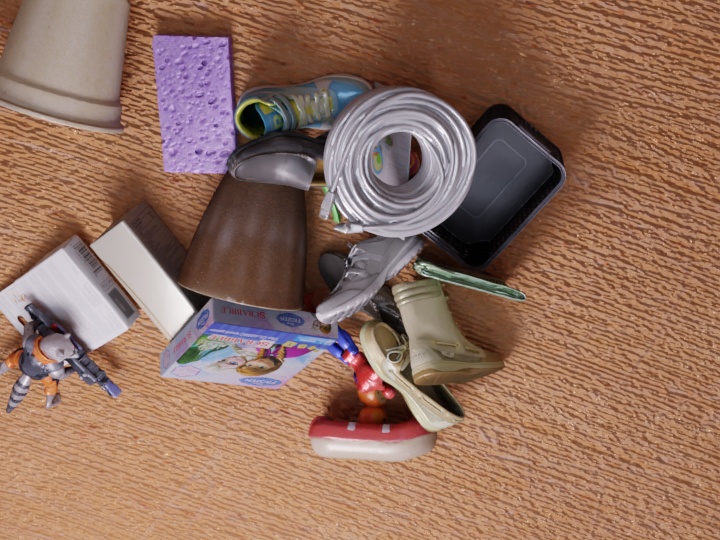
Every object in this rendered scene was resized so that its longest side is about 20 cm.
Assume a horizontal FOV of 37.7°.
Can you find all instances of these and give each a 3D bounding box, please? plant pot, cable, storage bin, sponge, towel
[{"bbox_3d":[-0.151,-0.062,1.514,0.186,0.187,0.201,13,96,1],"label":"plant pot"},{"bbox_3d":[0.050,-0.143,1.389,0.199,0.069,0.201,7,105,-12],"label":"cable"},{"bbox_3d":[0.179,-0.117,1.487,0.135,0.094,0.200,38,110,-8],"label":"storage bin"},{"bbox_3d":[-0.401,-0.306,1.444,0.200,0.200,0.184,17,101,0],"label":"plant pot"},{"bbox_3d":[-0.236,-0.239,1.523,0.111,0.030,0.201,1,111,6],"label":"sponge"},{"bbox_3d":[0.147,0.009,1.486,0.152,0.200,0.023,16,92,0],"label":"towel"}]

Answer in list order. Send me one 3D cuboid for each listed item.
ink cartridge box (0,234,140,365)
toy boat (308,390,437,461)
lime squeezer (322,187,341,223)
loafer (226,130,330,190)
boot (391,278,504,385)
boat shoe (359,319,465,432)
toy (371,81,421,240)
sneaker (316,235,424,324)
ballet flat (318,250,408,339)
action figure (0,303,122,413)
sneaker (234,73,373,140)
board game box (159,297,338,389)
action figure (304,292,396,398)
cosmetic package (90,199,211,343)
[{"bbox_3d":[-0.465,0.055,1.667,0.200,0.057,0.163,-27,107,37],"label":"ink cartridge box"},{"bbox_3d":[0.022,0.227,1.639,0.199,0.131,0.131,2,82,6],"label":"toy boat"},{"bbox_3d":[-0.037,-0.160,1.514,0.070,0.038,0.201,30,125,14],"label":"lime squeezer"},{"bbox_3d":[-0.080,-0.143,1.425,0.199,0.072,0.073,-9,146,-21],"label":"loafer"},{"bbox_3d":[0.130,0.089,1.567,0.073,0.200,0.156,-31,68,38],"label":"boot"},{"bbox_3d":[0.078,0.150,1.561,0.063,0.073,0.201,-28,100,45],"label":"boat shoe"},{"bbox_3d":[0.055,-0.158,1.491,0.047,0.115,0.201,-11,115,-23],"label":"toy"},{"bbox_3d":[0.000,0.000,1.532,0.082,0.200,0.075,46,154,4],"label":"sneaker"},{"bbox_3d":[0.021,0.038,1.597,0.200,0.046,0.067,39,132,-3],"label":"ballet flat"},{"bbox_3d":[-0.482,0.162,1.651,0.200,0.105,0.194,41,136,-2],"label":"action figure"},{"bbox_3d":[-0.081,-0.218,1.458,0.199,0.131,0.080,-8,110,8],"label":"sneaker"},{"bbox_3d":[-0.166,0.112,1.550,0.199,0.041,0.199,10,148,-29],"label":"board game box"},{"bbox_3d":[-0.010,0.117,1.623,0.200,0.099,0.065,45,114,13],"label":"action figure"},{"bbox_3d":[-0.302,0.005,1.586,0.073,0.104,0.200,-34,103,18],"label":"cosmetic package"}]
